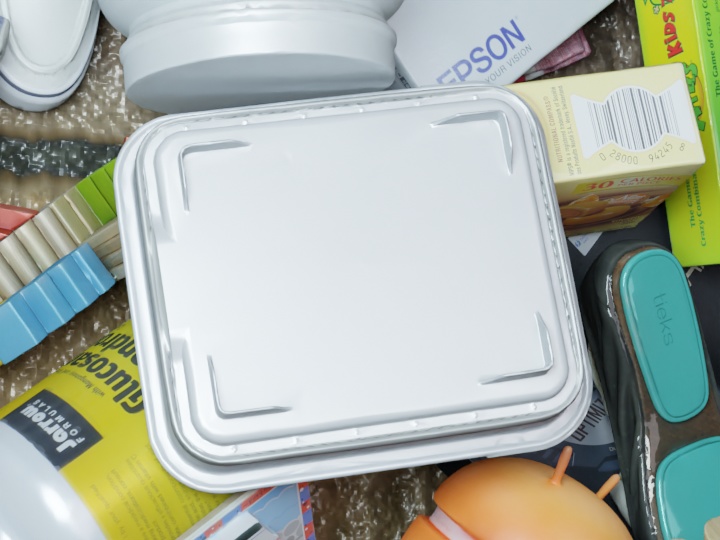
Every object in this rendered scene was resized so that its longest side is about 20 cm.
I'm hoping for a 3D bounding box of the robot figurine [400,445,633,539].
[{"bbox_3d":[0.057,0.174,0.907,0.143,0.117,0.201,33,90,-17],"label":"robot figurine"}]

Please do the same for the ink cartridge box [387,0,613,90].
[{"bbox_3d":[0.050,-0.201,0.997,0.199,0.041,0.200,-41,99,-25],"label":"ink cartridge box"}]

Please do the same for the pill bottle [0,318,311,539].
[{"bbox_3d":[-0.109,0.094,0.859,0.200,0.112,0.112,-36,98,-26],"label":"pill bottle"}]

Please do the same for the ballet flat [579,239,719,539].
[{"bbox_3d":[0.154,0.083,0.962,0.068,0.068,0.201,-11,88,-25],"label":"ballet flat"}]

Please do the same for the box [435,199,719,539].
[{"bbox_3d":[0.131,0.055,1.019,0.160,0.043,0.200,46,66,-13],"label":"box"}]

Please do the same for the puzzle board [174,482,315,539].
[{"bbox_3d":[-0.092,0.185,0.849,0.200,0.151,0.017,-37,56,-26],"label":"puzzle board"}]

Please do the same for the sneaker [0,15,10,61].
[{"bbox_3d":[-0.230,-0.034,0.836,0.080,0.115,0.200,25,47,-7],"label":"sneaker"}]

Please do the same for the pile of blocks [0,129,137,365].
[{"bbox_3d":[-0.139,-0.014,0.878,0.200,0.082,0.062,-39,100,-24],"label":"pile of blocks"}]

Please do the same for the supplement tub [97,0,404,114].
[{"bbox_3d":[-0.051,-0.180,0.864,0.144,0.145,0.201,0,81,-26],"label":"supplement tub"}]

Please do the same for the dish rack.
[{"bbox_3d":[0.000,0.000,0.825,0.199,0.044,0.173,-7,77,-11],"label":"dish rack"}]

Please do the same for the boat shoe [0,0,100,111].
[{"bbox_3d":[-0.147,-0.179,0.908,0.072,0.066,0.201,10,78,-24],"label":"boat shoe"}]

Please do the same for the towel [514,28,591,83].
[{"bbox_3d":[0.019,-0.151,1.009,0.199,0.023,0.145,-22,91,-26],"label":"towel"}]

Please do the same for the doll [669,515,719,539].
[{"bbox_3d":[0.136,0.208,0.896,0.136,0.201,0.048,-14,45,-44],"label":"doll"}]

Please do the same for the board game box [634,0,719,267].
[{"bbox_3d":[0.205,-0.109,1.018,0.101,0.048,0.201,-10,92,-30],"label":"board game box"}]

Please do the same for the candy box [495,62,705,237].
[{"bbox_3d":[0.053,-0.046,0.929,0.199,0.115,0.056,-8,76,-11],"label":"candy box"}]
